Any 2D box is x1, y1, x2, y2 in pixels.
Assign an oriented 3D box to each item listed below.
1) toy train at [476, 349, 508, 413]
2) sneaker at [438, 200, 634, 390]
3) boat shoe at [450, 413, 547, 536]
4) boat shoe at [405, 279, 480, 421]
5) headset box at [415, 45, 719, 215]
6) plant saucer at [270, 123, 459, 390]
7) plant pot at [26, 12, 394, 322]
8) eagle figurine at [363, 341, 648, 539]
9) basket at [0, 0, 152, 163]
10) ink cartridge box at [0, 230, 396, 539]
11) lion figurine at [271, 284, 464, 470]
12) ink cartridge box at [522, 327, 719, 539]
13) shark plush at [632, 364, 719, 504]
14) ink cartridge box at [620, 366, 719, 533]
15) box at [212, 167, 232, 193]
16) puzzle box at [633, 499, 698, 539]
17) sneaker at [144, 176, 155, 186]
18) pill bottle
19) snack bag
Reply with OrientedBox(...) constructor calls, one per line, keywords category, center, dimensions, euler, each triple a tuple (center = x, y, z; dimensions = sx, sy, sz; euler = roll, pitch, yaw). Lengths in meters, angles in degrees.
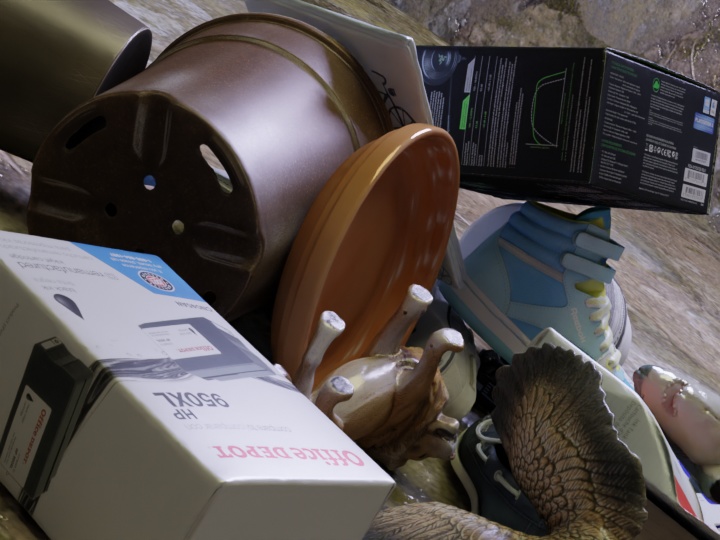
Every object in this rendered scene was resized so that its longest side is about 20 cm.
OrientedBox(category="toy train", center=(0.148, 0.127, 1.264), dimensions=(0.200, 0.046, 0.034), euler=(40, 8, 35))
OrientedBox(category="sneaker", center=(0.168, 0.031, 1.244), dimensions=(0.200, 0.131, 0.080), euler=(41, 7, -2))
OrientedBox(category="boat shoe", center=(0.099, 0.132, 1.100), dimensions=(0.075, 0.062, 0.200), euler=(32, 14, -4))
OrientedBox(category="boat shoe", center=(0.055, 0.060, 1.275), dimensions=(0.070, 0.071, 0.200), euler=(54, 6, -14))
OrientedBox(category="headset box", center=(0.130, -0.101, 1.235), dimensions=(0.199, 0.094, 0.173), euler=(6, -2, 40))
OrientedBox(category="plant saucer", center=(0.000, 0.000, 1.070), dimensions=(0.037, 0.202, 0.200), euler=(24, 11, 20))
OrientedBox(category="plant pot", center=(-0.097, -0.049, 1.074), dimensions=(0.200, 0.201, 0.198), euler=(33, 22, 7))
OrientedBox(category="eagle figurine", center=(0.098, 0.146, 0.937), dimensions=(0.200, 0.151, 0.151), euler=(48, 29, 19))
OrientedBox(category="basket", center=(-0.251, -0.155, 1.133), dimensions=(0.199, 0.136, 0.181), euler=(28, 40, 3))
OrientedBox(category="ink cartridge box", center=(-0.102, 0.073, 0.822), dimensions=(0.200, 0.085, 0.144), euler=(41, 17, 30))
OrientedBox(category="lion figurine", center=(-0.007, 0.080, 1.007), dimensions=(0.199, 0.123, 0.073), euler=(-8, 49, -47))
OrientedBox(category="ink cartridge box", center=(0.192, 0.127, 1.056), dimensions=(0.199, 0.050, 0.162), euler=(33, -8, 27))
OrientedBox(category="shark plush", center=(0.236, 0.110, 1.189), dimensions=(0.083, 0.092, 0.200), euler=(20, -5, 20))
OrientedBox(category="ink cartridge box", center=(0.219, 0.146, 1.323), dimensions=(0.099, 0.039, 0.200), euler=(13, 33, -53))
OrientedBox(category="box", center=(-0.055, -0.020, 1.282), dimensions=(0.155, 0.041, 0.200), euler=(34, 6, 8))
OrientedBox(category="puzzle box", center=(0.198, 0.184, 1.074), dimensions=(0.133, 0.025, 0.200), euler=(39, -5, 26))
OrientedBox(category="sneaker", center=(-0.201, -0.125, 1.354), dimensions=(0.105, 0.076, 0.200), euler=(35, 15, -47))
OrientedBox(category="pill bottle", center=(0.155, 0.029, 1.408), dimensions=(0.114, 0.114, 0.200), euler=(39, -1, 28))
OrientedBox(category="snack bag", center=(-0.007, -0.097, 1.196), dimensions=(0.021, 0.201, 0.188), euler=(-34, 39, -27))
